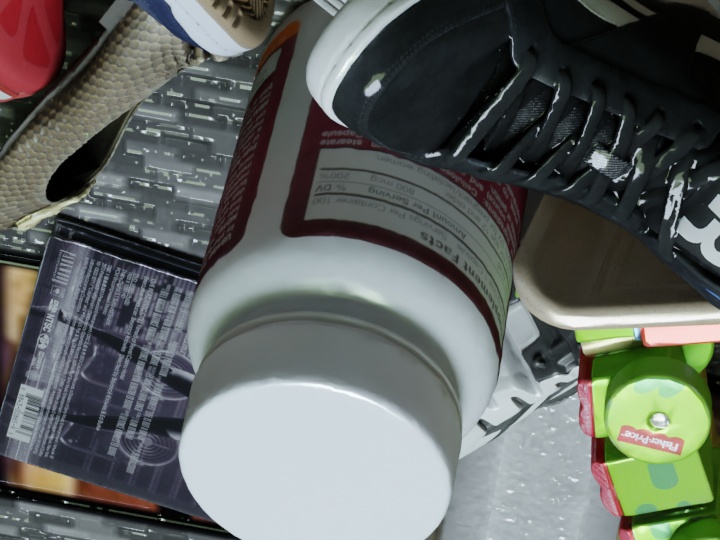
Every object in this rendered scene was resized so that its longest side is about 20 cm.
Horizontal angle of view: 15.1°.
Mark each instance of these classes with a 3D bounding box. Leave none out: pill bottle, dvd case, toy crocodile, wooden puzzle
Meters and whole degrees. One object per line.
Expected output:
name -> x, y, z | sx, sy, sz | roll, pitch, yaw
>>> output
pill bottle -> 0.000, 0.000, 0.992 | 0.113, 0.201, 0.115 | 7, 136, 7
dvd case -> -0.054, 0.059, 1.197 | 0.199, 0.016, 0.149 | 18, 134, -4
toy crocodile -> 0.112, 0.072, 1.019 | 0.061, 0.068, 0.201 | -12, 120, 16
wooden puzzle -> 0.165, -0.014, 0.956 | 0.198, 0.185, 0.038 | 2, 112, 13

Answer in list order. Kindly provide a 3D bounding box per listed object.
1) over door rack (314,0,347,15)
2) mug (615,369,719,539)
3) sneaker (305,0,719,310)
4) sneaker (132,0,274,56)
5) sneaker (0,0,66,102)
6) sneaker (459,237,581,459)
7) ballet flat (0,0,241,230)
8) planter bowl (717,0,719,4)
over door rack -> 0.022, -0.132, 0.895 | 0.148, 0.067, 0.200 | 39, 162, 22
mug -> 0.190, 0.109, 1.130 | 0.152, 0.188, 0.149 | -5, 167, 29
sneaker -> 0.080, -0.040, 0.818 | 0.199, 0.112, 0.073 | -4, 137, -51
sneaker -> -0.121, -0.135, 0.895 | 0.108, 0.070, 0.200 | -23, 123, 30
sneaker -> -0.106, -0.142, 0.964 | 0.115, 0.079, 0.201 | 1, 136, 14
sneaker -> 0.043, 0.043, 1.103 | 0.199, 0.090, 0.067 | -32, 78, 26
ballet flat -> -0.092, -0.062, 1.033 | 0.046, 0.067, 0.200 | 43, 138, -3
planter bowl -> 0.153, -0.143, 0.840 | 0.134, 0.201, 0.200 | -36, 121, 8
